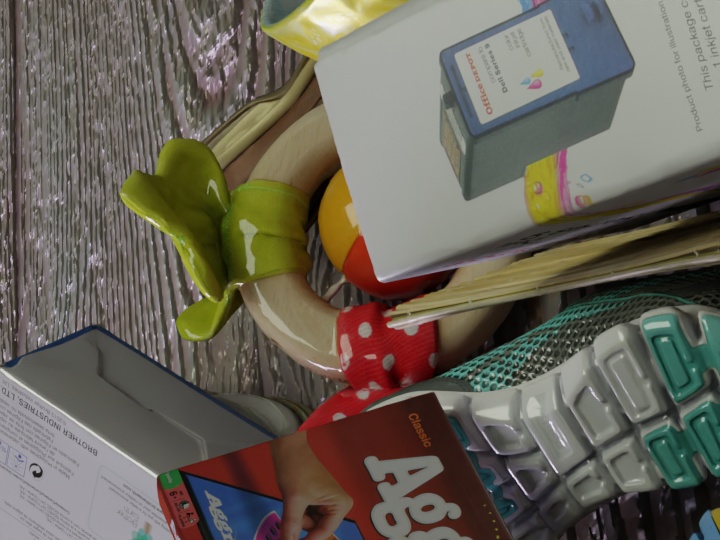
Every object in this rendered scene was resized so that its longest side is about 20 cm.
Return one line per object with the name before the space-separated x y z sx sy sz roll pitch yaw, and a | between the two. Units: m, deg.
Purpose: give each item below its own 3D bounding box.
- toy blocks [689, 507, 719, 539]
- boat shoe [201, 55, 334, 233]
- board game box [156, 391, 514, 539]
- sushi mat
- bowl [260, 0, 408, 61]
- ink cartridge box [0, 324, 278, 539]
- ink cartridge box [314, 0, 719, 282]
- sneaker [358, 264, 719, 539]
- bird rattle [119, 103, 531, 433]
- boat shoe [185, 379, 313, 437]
toy blocks | 0.145 0.114 0.628 0.137 0.100 0.200 -105 33 -57
boat shoe | 0.004 -0.076 0.959 0.200 0.072 0.068 -38 80 36
board game box | 0.015 0.128 0.645 0.019 0.103 0.200 93 156 -46
sushi mat | 0.098 -0.006 0.746 0.200 0.095 0.012 -14 93 57
bowl | 0.059 -0.145 0.811 0.200 0.108 0.200 -50 14 18
ink cartridge box | -0.119 0.148 0.979 0.136 0.076 0.201 30 119 27
ink cartridge box | 0.106 -0.068 0.661 0.200 0.145 0.088 -19 84 45
sneaker | 0.078 0.048 0.750 0.200 0.091 0.078 -20 105 39
bird rattle | 0.000 0.000 0.869 0.163 0.113 0.200 -48 60 -3
boat shoe | -0.092 0.092 1.035 0.200 0.068 0.075 -4 72 57
